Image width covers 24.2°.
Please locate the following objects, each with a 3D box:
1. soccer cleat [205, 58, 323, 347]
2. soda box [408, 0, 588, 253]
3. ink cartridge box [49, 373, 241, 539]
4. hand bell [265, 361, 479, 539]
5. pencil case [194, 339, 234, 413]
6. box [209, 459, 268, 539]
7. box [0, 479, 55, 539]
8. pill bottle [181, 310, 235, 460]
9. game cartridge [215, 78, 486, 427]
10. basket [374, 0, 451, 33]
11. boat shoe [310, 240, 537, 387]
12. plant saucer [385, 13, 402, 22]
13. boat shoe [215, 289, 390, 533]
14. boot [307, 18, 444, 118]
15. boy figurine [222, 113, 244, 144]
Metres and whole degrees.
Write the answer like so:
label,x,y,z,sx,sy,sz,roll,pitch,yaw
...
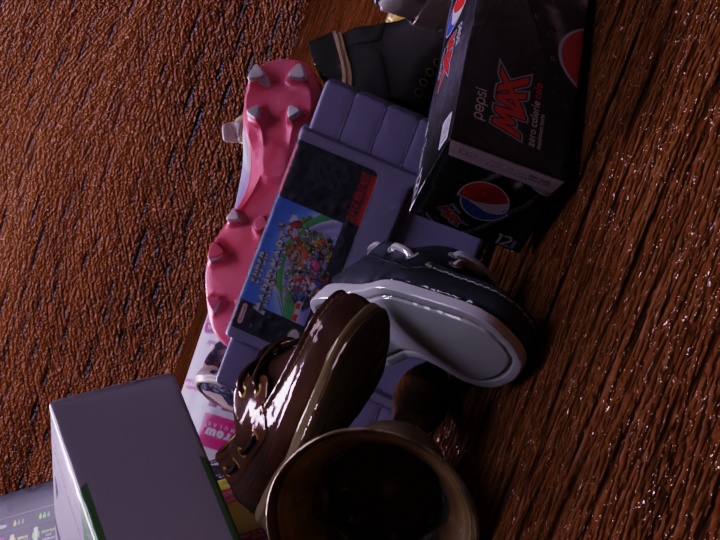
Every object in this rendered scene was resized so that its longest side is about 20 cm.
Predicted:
label,x,y,z,sx,sy,sz,roll,pitch,yaw
soccer cleat,-0.055,-0.041,1.099,0.076,0.066,0.201,48,-134,-67
soda box,0.081,-0.110,0.933,0.063,0.070,0.201,118,168,-49
ink cartridge box,-0.134,0.188,1.039,0.201,0.084,0.146,99,152,-45
hand bell,0.025,0.090,0.887,0.200,0.104,0.105,-59,-7,-67
pencil case,-0.051,0.030,1.290,0.201,0.078,0.089,-60,14,-25
box,-0.062,0.164,1.073,0.200,0.075,0.050,-154,52,-72
box,-0.188,0.264,1.232,0.124,0.148,0.201,-19,61,33
pill bottle,-0.094,0.118,1.378,0.113,0.113,0.201,150,138,-76
game cartridge,0.000,0.000,1.008,0.038,0.129,0.201,-39,-29,-77
basket,0.075,-0.262,1.072,0.176,0.139,0.201,-52,24,46
boat shoe,0.038,0.014,0.892,0.060,0.076,0.200,-47,24,-17
plant saucer,0.034,-0.153,1.393,0.200,0.048,0.201,176,114,-80
boat shoe,-0.040,0.074,0.914,0.072,0.067,0.200,-43,-15,-36
boot,0.051,-0.119,1.095,0.200,0.138,0.078,-112,-2,-45
boy figurine,-0.040,-0.098,1.258,0.200,0.124,0.065,-61,-24,-80
